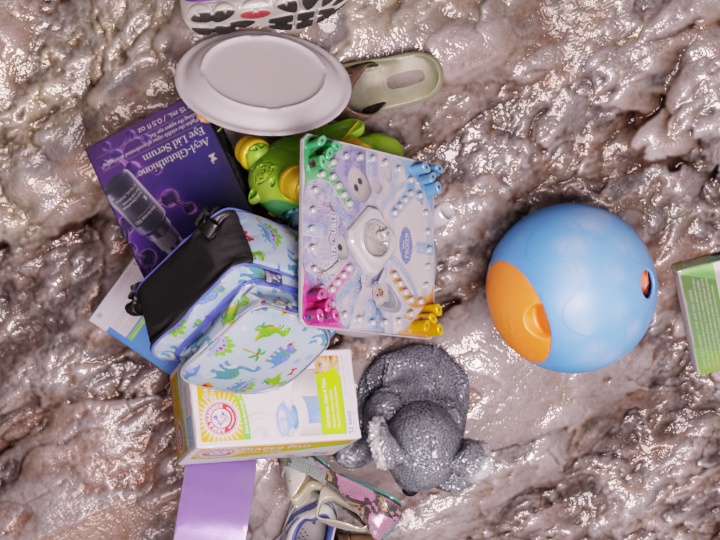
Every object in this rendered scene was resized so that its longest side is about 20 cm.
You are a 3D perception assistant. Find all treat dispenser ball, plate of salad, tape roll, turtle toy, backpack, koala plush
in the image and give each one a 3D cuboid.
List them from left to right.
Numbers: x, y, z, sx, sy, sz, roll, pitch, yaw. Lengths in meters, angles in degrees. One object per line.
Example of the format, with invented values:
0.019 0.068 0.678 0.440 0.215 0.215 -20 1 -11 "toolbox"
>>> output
-0.181 0.312 1.525 0.085 0.200 0.200 9 103 -4 "tape roll"
-0.113 0.044 1.345 0.200 0.147 0.183 12 134 -45 "backpack"
-0.110 -0.208 1.422 0.200 0.200 0.048 5 133 -4 "plate of salad"
-0.039 -0.112 1.425 0.200 0.146 0.101 -26 125 -21 "turtle toy"
0.068 0.196 1.510 0.177 0.200 0.184 15 102 -6 "koala plush"
0.248 0.021 1.476 0.201 0.201 0.201 -1 104 -3 "treat dispenser ball"

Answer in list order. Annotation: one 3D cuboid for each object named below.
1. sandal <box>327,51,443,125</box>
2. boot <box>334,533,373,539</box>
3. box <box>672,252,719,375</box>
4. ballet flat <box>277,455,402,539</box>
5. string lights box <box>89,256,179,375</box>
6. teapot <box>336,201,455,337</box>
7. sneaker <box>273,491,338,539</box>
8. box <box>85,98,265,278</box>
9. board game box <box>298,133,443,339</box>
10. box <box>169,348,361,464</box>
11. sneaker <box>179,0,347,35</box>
0.000 -0.211 1.480 0.201 0.057 0.080 -20 103 5 "sandal"
0.000 0.441 1.636 0.075 0.074 0.200 1 101 -13 "boot"
0.504 0.038 1.580 0.200 0.036 0.145 -14 104 -1 "box"
-0.043 0.272 1.544 0.200 0.069 0.071 27 68 25 "ballet flat"
-0.219 0.071 1.538 0.200 0.059 0.103 36 99 -11 "string lights box"
0.000 0.000 1.488 0.197 0.146 0.200 4 104 -4 "teapot"
-0.084 0.371 1.603 0.075 0.088 0.200 16 104 -8 "sneaker"
-0.202 -0.079 1.447 0.148 0.104 0.200 -28 81 3 "box"
0.017 -0.033 1.333 0.200 0.026 0.200 9 78 -44 "board game box"
-0.114 0.159 1.465 0.200 0.101 0.113 0 71 -21 "box"
-0.108 -0.327 1.441 0.200 0.081 0.084 -6 77 -11 "sneaker"
